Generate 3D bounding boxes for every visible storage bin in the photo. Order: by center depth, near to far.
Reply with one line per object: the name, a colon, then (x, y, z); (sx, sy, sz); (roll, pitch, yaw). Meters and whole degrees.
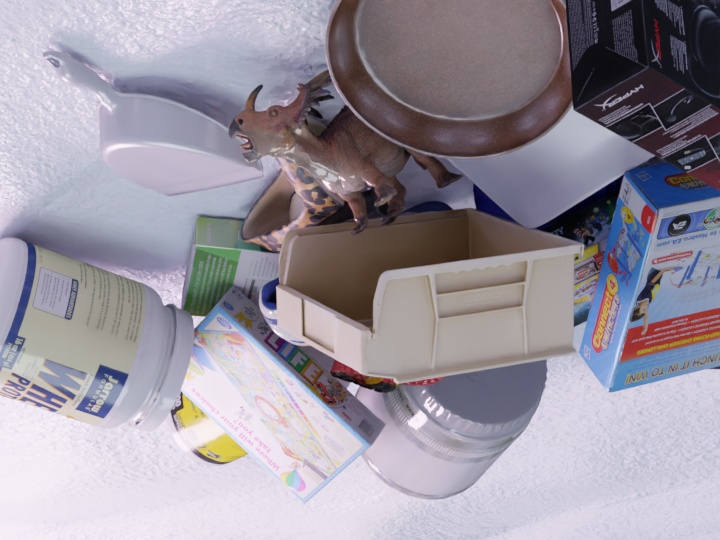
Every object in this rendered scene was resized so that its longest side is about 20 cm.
storage bin: (0.052, 0.017, 1.583); (0.197, 0.095, 0.200); (-7, -166, -24)

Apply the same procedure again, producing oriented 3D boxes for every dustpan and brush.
dustpan and brush: (-0.189, -0.125, 1.572); (0.139, 0.058, 0.199); (-8, 159, 42)

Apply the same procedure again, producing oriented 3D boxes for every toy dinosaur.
toy dinosaur: (0.001, -0.110, 1.549); (0.086, 0.136, 0.199); (-34, 170, 39)

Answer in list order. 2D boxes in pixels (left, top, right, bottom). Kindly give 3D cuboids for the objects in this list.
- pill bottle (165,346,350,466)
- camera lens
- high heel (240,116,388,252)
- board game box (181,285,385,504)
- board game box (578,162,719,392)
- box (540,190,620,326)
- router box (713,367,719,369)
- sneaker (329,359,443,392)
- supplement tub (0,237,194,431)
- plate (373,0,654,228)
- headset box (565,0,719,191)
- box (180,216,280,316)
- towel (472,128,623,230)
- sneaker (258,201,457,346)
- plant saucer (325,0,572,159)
pill bottle: (-0.104, 0.122, 1.949); (0.112, 0.113, 0.199); (23, 143, -36)
camera lens: (0.087, 0.130, 1.912); (0.158, 0.161, 0.200); (9, 150, -15)
high heel: (-0.077, -0.070, 1.643); (0.141, 0.072, 0.200); (-15, 154, 21)
board game box: (-0.088, 0.123, 1.838); (0.200, 0.034, 0.134); (43, 134, -3)
board game box: (0.298, -0.006, 1.598); (0.198, 0.056, 0.197); (-11, 132, -24)
box: (0.249, -0.029, 1.675); (0.199, 0.038, 0.137); (-26, 152, 5)
router box: (0.364, 0.048, 1.875); (0.198, 0.052, 0.150); (1, 153, -2)
sneaker: (0.029, 0.061, 1.764); (0.077, 0.083, 0.200); (20, 166, -21)
supplement tub: (-0.272, 0.065, 1.795); (0.198, 0.146, 0.145); (20, 146, -21)
plate: (0.144, -0.141, 1.502); (0.200, 0.033, 0.199); (39, 128, -25)
headset box: (0.245, -0.158, 1.401); (0.199, 0.150, 0.077); (23, 144, -37)
box: (-0.069, 0.005, 1.818); (0.198, 0.037, 0.145); (4, 151, -10)
towel: (0.165, -0.086, 1.636); (0.146, 0.050, 0.200); (-5, 151, 8)
sneaker: (0.000, 0.000, 1.704); (0.199, 0.076, 0.088); (-34, 155, 6)
plant saucer: (0.073, -0.171, 1.440); (0.198, 0.035, 0.201); (6, 136, 6)
